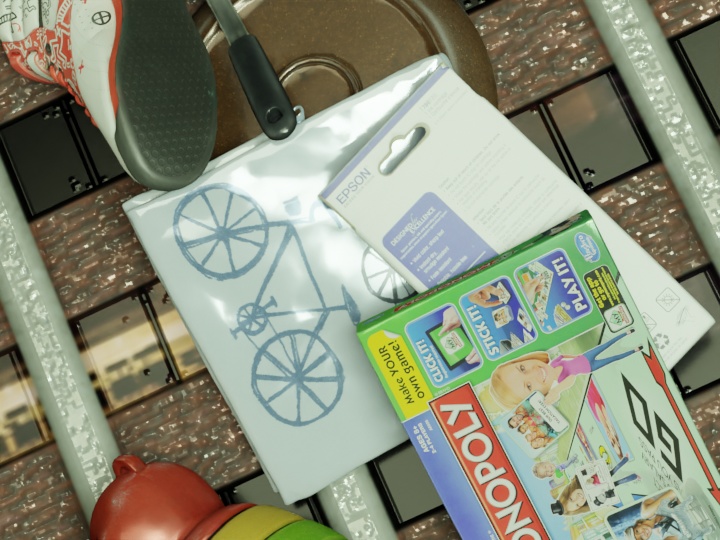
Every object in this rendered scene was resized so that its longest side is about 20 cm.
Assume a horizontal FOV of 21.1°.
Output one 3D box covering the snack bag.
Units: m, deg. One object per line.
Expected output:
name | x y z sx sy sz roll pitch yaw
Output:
snack bag | 0.000 0.000 1.044 0.200 0.021 0.189 -29 95 1

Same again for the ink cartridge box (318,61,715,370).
ink cartridge box | 0.081 -0.008 1.016 0.200 0.039 0.099 44 93 -6

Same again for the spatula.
spatula | -0.073 -0.139 1.067 0.057 0.021 0.200 -31 53 5

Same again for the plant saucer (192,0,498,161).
plant saucer | -0.024 -0.091 1.085 0.200 0.034 0.200 -2 79 10

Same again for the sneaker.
sneaker | -0.144 -0.115 1.070 0.108 0.067 0.201 -37 62 43

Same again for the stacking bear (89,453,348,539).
stacking bear | -0.060 0.172 1.005 0.200 0.121 0.114 32 55 23

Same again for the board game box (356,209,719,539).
board game box | 0.102 0.088 0.994 0.135 0.029 0.200 -27 98 5
